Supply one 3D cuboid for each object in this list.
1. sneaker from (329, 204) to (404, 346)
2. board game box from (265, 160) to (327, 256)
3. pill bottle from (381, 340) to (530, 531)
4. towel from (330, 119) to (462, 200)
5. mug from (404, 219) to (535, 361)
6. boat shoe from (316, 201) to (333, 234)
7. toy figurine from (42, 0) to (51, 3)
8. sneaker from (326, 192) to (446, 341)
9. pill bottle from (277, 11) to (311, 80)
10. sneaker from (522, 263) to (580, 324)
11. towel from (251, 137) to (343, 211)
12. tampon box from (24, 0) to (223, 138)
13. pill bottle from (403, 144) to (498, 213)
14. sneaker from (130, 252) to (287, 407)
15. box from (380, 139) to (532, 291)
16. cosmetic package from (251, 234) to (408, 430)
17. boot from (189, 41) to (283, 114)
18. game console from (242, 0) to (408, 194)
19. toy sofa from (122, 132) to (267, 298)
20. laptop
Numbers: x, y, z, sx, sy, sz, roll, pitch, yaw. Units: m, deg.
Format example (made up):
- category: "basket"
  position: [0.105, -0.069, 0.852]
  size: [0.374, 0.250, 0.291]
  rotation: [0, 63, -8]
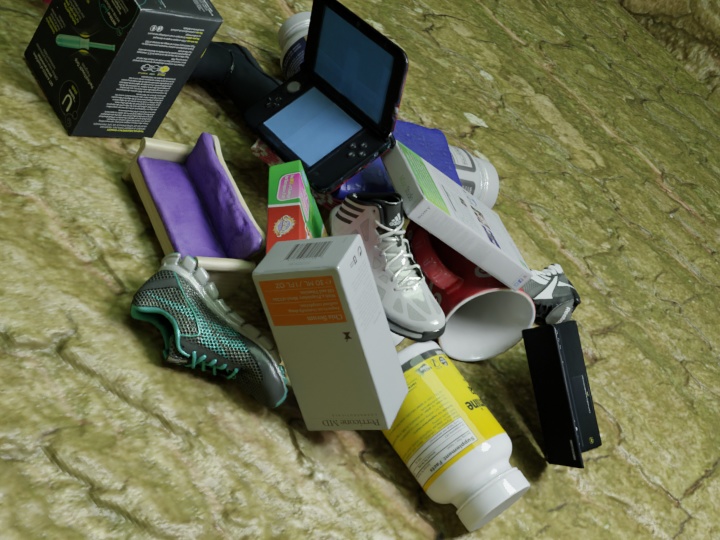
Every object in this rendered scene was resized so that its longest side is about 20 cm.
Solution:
- category: "sneaker"
  position: [0.000, 0.000, 1.348]
  size: [0.087, 0.074, 0.200]
  rotation: [18, 46, -52]
- category: "board game box"
  position: [-0.069, -0.010, 1.277]
  size: [0.200, 0.040, 0.153]
  rotation: [-94, 168, -48]
- category: "pill bottle"
  position: [0.097, 0.186, 1.219]
  size: [0.112, 0.112, 0.200]
  rotation: [-11, 58, -51]
- category: "towel"
  position: [0.035, -0.140, 1.447]
  size: [0.200, 0.050, 0.148]
  rotation: [6, 55, -29]
- category: "mug"
  position: [0.137, -0.009, 1.457]
  size: [0.133, 0.178, 0.200]
  rotation: [-17, 45, -3]
- category: "boat shoe"
  position: [-0.036, -0.122, 1.510]
  size: [0.065, 0.071, 0.200]
  rotation: [27, 44, -26]
- category: "toy figurine"
  position: [-0.398, -0.437, 1.494]
  size: [0.200, 0.150, 0.184]
  rotation: [22, 40, 13]
- category: "sneaker"
  position: [0.033, -0.015, 1.241]
  size: [0.076, 0.115, 0.201]
  rotation: [-20, 53, -36]
- category: "pill bottle"
  position: [-0.058, -0.304, 1.664]
  size: [0.111, 0.111, 0.200]
  rotation: [8, 44, -40]
- category: "sneaker"
  position: [0.272, 0.044, 1.610]
  size: [0.091, 0.066, 0.200]
  rotation: [48, 31, 18]
- category: "towel"
  position: [-0.033, -0.147, 1.455]
  size: [0.200, 0.030, 0.146]
  rotation: [36, 44, -4]
- category: "tampon box"
  position: [-0.291, -0.282, 1.321]
  size: [0.126, 0.200, 0.150]
  rotation: [-5, 54, -48]
- category: "pill bottle"
  position: [0.106, -0.136, 1.621]
  size: [0.200, 0.114, 0.114]
  rotation: [8, 44, -40]
- category: "sneaker"
  position: [-0.164, 0.079, 1.145]
  size: [0.200, 0.078, 0.091]
  rotation: [45, 55, 4]
- category: "box"
  position: [0.119, -0.069, 1.354]
  size: [0.200, 0.036, 0.144]
  rotation: [34, 21, -32]
- category: "cosmetic package"
  position: [-0.029, 0.068, 1.133]
  size: [0.071, 0.101, 0.200]
  rotation: [-58, 136, -53]
- category: "boot"
  position: [-0.200, -0.264, 1.503]
  size: [0.168, 0.076, 0.200]
  rotation: [4, 39, -47]
- category: "game console"
  position: [-0.050, -0.223, 1.350]
  size: [0.200, 0.172, 0.119]
  rotation: [45, -13, 37]
- category: "toy sofa"
  position: [-0.194, -0.071, 1.257]
  size: [0.083, 0.098, 0.200]
  rotation: [4, 47, -43]
- category: "laptop"
  position: [0.278, 0.152, 1.389]
  size: [0.200, 0.103, 0.177]
  rotation: [-5, 83, -47]
